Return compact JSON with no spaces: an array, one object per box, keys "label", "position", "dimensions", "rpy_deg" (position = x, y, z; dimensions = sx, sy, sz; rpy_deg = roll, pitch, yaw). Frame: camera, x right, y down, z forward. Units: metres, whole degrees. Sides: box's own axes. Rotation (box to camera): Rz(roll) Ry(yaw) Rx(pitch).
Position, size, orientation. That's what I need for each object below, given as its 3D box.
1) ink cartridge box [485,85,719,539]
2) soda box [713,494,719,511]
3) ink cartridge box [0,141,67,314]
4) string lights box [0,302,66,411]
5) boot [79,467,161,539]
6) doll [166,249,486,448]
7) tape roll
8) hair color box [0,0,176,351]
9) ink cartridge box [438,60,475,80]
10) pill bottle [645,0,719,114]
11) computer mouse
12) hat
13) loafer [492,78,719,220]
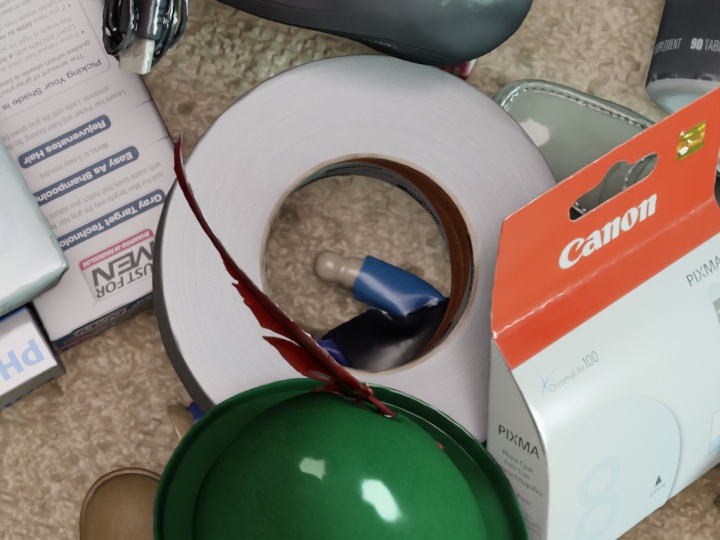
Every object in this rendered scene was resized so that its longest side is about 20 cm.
[{"label":"ink cartridge box","position":[0.129,0.031,1.350],"dimensions":[0.160,0.201,0.047],"rpy_deg":[-31,48,-34]},{"label":"soda box","position":[0.261,0.173,1.418],"dimensions":[0.064,0.068,0.200],"rpy_deg":[-37,85,-5]},{"label":"ink cartridge box","position":[-0.263,-0.022,1.360],"dimensions":[0.199,0.047,0.161],"rpy_deg":[-28,85,-15]},{"label":"string lights box","position":[-0.240,-0.012,1.435],"dimensions":[0.102,0.059,0.201],"rpy_deg":[-30,85,-5]},{"label":"boot","position":[-0.093,0.171,1.343],"dimensions":[0.066,0.200,0.176],"rpy_deg":[-19,83,-3]},{"label":"doll","position":[0.005,0.055,1.438],"dimensions":[0.199,0.048,0.137],"rpy_deg":[-23,85,-4]},{"label":"tape roll","position":[0.000,0.000,1.385],"dimensions":[0.199,0.066,0.202],"rpy_deg":[1,85,-9]},{"label":"hair color box","position":[-0.152,-0.071,1.444],"dimensions":[0.100,0.061,0.201],"rpy_deg":[-26,84,-4]},{"label":"ink cartridge box","position":[-0.022,-0.174,1.417],"dimensions":[0.199,0.146,0.085],"rpy_deg":[23,86,2]},{"label":"pill bottle","position":[0.215,-0.171,1.443],"dimensions":[0.106,0.106,0.201],"rpy_deg":[14,82,1]},{"label":"computer mouse","position":[-0.018,-0.145,1.317],"dimensions":[0.199,0.053,0.139],"rpy_deg":[11,92,2]},{"label":"hat","position":[-0.003,0.075,1.229],"dimensions":[0.199,0.176,0.166],"rpy_deg":[10,56,-8]},{"label":"loafer","position":[0.153,-0.039,1.442],"dimensions":[0.199,0.070,0.070],"rpy_deg":[28,82,2]}]
